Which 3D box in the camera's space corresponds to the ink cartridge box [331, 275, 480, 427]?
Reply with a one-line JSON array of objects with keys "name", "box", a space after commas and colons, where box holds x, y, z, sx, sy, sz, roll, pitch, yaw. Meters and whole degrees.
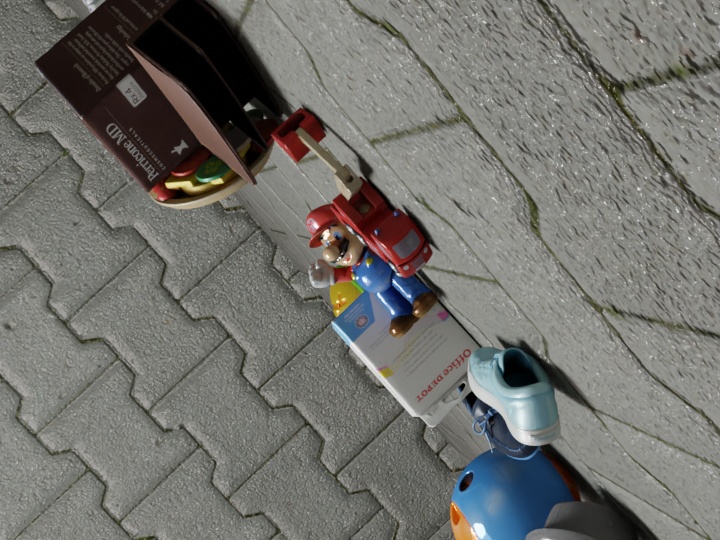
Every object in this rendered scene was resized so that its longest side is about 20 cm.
[{"name": "ink cartridge box", "box": [0.072, 0.107, 1.519, 0.200, 0.128, 0.125, 48, 174, 4]}]

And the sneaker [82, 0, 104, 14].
[{"name": "sneaker", "box": [-0.432, -0.460, 1.816, 0.201, 0.080, 0.089, 56, 178, -21]}]

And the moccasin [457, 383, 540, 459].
[{"name": "moccasin", "box": [0.182, 0.202, 1.539, 0.068, 0.081, 0.200, 37, 179, -30]}]

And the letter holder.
[{"name": "letter holder", "box": [-0.168, -0.217, 1.330, 0.142, 0.101, 0.200, 41, 171, 36]}]

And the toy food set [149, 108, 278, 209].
[{"name": "toy food set", "box": [-0.204, -0.157, 1.499, 0.196, 0.201, 0.049, -3, 129, 30]}]

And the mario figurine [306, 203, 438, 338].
[{"name": "mario figurine", "box": [0.000, 0.000, 1.415, 0.200, 0.123, 0.106, 45, -177, 2]}]

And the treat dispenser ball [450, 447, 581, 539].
[{"name": "treat dispenser ball", "box": [0.234, 0.365, 1.642, 0.201, 0.201, 0.201, 47, 174, 6]}]

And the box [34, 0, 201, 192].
[{"name": "box", "box": [-0.284, -0.252, 1.446, 0.164, 0.200, 0.166, 42, 173, 39]}]

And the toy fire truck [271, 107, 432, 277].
[{"name": "toy fire truck", "box": [-0.009, -0.089, 1.231, 0.200, 0.049, 0.141, 43, 171, 43]}]

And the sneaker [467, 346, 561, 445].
[{"name": "sneaker", "box": [0.172, 0.115, 1.226, 0.200, 0.073, 0.083, -133, 33, -64]}]

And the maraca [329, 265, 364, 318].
[{"name": "maraca", "box": [0.028, 0.067, 1.681, 0.200, 0.107, 0.137, 45, 173, 22]}]

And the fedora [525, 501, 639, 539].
[{"name": "fedora", "box": [0.324, 0.384, 1.503, 0.199, 0.091, 0.177, 32, 148, -9]}]
